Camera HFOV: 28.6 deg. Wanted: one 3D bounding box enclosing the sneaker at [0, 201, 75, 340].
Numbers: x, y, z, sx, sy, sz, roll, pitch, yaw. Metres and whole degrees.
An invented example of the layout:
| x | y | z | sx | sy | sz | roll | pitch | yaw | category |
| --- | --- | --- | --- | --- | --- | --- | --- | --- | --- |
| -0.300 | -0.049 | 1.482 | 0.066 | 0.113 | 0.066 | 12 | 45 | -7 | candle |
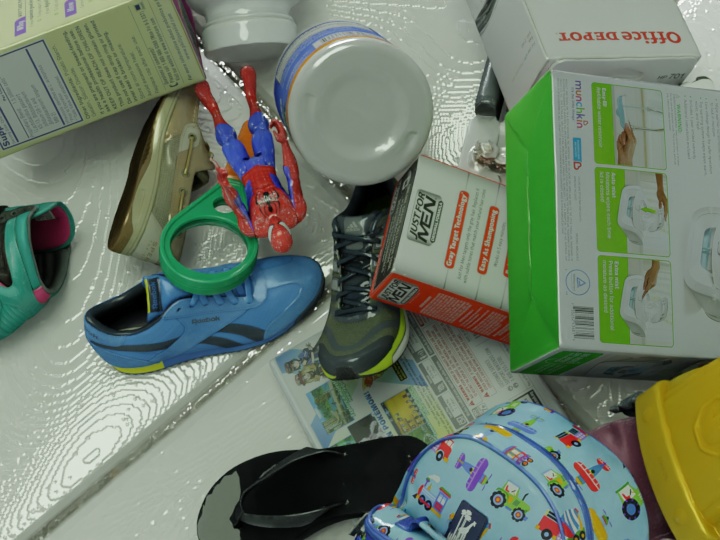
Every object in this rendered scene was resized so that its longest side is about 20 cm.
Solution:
| x | y | z | sx | sy | sz | roll | pitch | yaw | category |
| --- | --- | --- | --- | --- | --- | --- | --- | --- | --- |
| -0.310 | -0.042 | 1.213 | 0.120 | 0.084 | 0.201 | -25 | 69 | 5 | sneaker |

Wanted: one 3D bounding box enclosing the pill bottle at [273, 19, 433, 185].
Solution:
| x | y | z | sx | sy | sz | roll | pitch | yaw | category |
| --- | --- | --- | --- | --- | --- | --- | --- | --- | --- |
| -0.013 | -0.141 | 1.137 | 0.111 | 0.200 | 0.113 | -2 | 105 | -8 | pill bottle |

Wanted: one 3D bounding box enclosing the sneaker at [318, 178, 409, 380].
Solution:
| x | y | z | sx | sy | sz | roll | pitch | yaw | category |
| --- | --- | --- | --- | --- | --- | --- | --- | --- | --- |
| 0.000 | 0.000 | 1.105 | 0.073 | 0.081 | 0.201 | -8 | 45 | 20 | sneaker |

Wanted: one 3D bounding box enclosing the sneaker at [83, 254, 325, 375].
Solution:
| x | y | z | sx | sy | sz | roll | pitch | yaw | category |
| --- | --- | --- | --- | --- | --- | --- | --- | --- | --- |
| -0.127 | 0.027 | 1.146 | 0.199 | 0.079 | 0.066 | -17 | 60 | 2 | sneaker |

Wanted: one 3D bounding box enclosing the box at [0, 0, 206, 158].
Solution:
| x | y | z | sx | sy | sz | roll | pitch | yaw | category |
| --- | --- | --- | --- | --- | --- | --- | --- | --- | --- |
| -0.251 | -0.212 | 1.246 | 0.199 | 0.097 | 0.176 | -20 | 38 | 1 | box |

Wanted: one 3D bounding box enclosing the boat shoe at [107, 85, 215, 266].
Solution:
| x | y | z | sx | sy | sz | roll | pitch | yaw | category |
| --- | --- | --- | --- | --- | --- | --- | --- | --- | --- |
| -0.162 | -0.090 | 1.223 | 0.065 | 0.072 | 0.201 | 23 | 53 | -17 | boat shoe |

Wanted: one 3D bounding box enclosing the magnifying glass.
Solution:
| x | y | z | sx | sy | sz | roll | pitch | yaw | category |
| --- | --- | --- | --- | --- | --- | --- | --- | --- | --- |
| -0.111 | -0.056 | 1.177 | 0.079 | 0.022 | 0.201 | 12 | 48 | 3 | magnifying glass |

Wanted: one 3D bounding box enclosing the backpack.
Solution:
| x | y | z | sx | sy | sz | roll | pitch | yaw | category |
| --- | --- | --- | --- | --- | --- | --- | --- | --- | --- |
| 0.086 | 0.193 | 0.928 | 0.182 | 0.134 | 0.201 | 35 | 111 | 39 | backpack |

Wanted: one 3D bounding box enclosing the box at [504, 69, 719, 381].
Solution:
| x | y | z | sx | sy | sz | roll | pitch | yaw | category |
| --- | --- | --- | --- | --- | --- | --- | --- | --- | --- |
| 0.202 | -0.027 | 1.013 | 0.175 | 0.097 | 0.201 | 4 | 75 | -16 | box |

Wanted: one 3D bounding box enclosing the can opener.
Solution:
| x | y | z | sx | sy | sz | roll | pitch | yaw | category |
| --- | --- | --- | --- | --- | --- | --- | --- | --- | --- |
| 0.120 | -0.132 | 1.186 | 0.052 | 0.067 | 0.201 | 6 | 57 | 13 | can opener |

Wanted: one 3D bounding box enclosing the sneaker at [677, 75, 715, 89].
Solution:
| x | y | z | sx | sy | sz | roll | pitch | yaw | category |
| --- | --- | --- | --- | --- | --- | --- | --- | --- | --- |
| 0.224 | -0.072 | 1.125 | 0.199 | 0.067 | 0.091 | -32 | 60 | -7 | sneaker |

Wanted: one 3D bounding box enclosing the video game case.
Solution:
| x | y | z | sx | sy | sz | roll | pitch | yaw | category |
| --- | --- | --- | --- | --- | --- | --- | --- | --- | --- |
| 0.050 | 0.108 | 1.100 | 0.182 | 0.022 | 0.201 | -29 | 63 | -3 | video game case |

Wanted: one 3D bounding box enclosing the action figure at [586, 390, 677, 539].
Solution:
| x | y | z | sx | sy | sz | roll | pitch | yaw | category |
| --- | --- | --- | --- | --- | --- | --- | --- | --- | --- |
| 0.201 | 0.199 | 0.997 | 0.134 | 0.149 | 0.201 | -38 | 74 | 37 | action figure |

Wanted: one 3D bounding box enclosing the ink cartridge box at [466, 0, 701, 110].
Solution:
| x | y | z | sx | sy | sz | roll | pitch | yaw | category |
| --- | --- | --- | --- | --- | --- | --- | --- | --- | --- |
| 0.172 | -0.227 | 1.172 | 0.146 | 0.086 | 0.201 | -4 | 61 | -22 | ink cartridge box |

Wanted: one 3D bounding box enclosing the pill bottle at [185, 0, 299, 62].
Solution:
| x | y | z | sx | sy | sz | roll | pitch | yaw | category |
| --- | --- | --- | --- | --- | --- | --- | --- | --- | --- |
| -0.107 | -0.292 | 1.252 | 0.111 | 0.112 | 0.201 | -6 | 87 | 9 | pill bottle |

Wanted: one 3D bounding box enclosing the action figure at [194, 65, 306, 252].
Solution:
| x | y | z | sx | sy | sz | roll | pitch | yaw | category |
| --- | --- | --- | --- | --- | --- | --- | --- | --- | --- |
| -0.092 | -0.104 | 1.144 | 0.065 | 0.099 | 0.201 | -19 | 53 | -4 | action figure |

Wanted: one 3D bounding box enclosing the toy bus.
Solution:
| x | y | z | sx | sy | sz | roll | pitch | yaw | category |
| --- | --- | --- | --- | --- | --- | --- | --- | --- | --- |
| 0.311 | 0.099 | 0.917 | 0.199 | 0.192 | 0.136 | 10 | 48 | -28 | toy bus |

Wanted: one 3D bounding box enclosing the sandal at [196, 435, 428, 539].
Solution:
| x | y | z | sx | sy | sz | roll | pitch | yaw | category |
| --- | --- | --- | --- | --- | --- | --- | --- | --- | --- |
| -0.039 | 0.163 | 1.059 | 0.199 | 0.043 | 0.077 | -20 | 66 | 17 | sandal |

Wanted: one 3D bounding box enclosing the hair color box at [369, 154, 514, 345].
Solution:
| x | y | z | sx | sy | sz | roll | pitch | yaw | category |
| --- | --- | --- | --- | --- | --- | --- | --- | --- | --- |
| 0.116 | -0.002 | 1.069 | 0.199 | 0.061 | 0.102 | 20 | 66 | -11 | hair color box |
